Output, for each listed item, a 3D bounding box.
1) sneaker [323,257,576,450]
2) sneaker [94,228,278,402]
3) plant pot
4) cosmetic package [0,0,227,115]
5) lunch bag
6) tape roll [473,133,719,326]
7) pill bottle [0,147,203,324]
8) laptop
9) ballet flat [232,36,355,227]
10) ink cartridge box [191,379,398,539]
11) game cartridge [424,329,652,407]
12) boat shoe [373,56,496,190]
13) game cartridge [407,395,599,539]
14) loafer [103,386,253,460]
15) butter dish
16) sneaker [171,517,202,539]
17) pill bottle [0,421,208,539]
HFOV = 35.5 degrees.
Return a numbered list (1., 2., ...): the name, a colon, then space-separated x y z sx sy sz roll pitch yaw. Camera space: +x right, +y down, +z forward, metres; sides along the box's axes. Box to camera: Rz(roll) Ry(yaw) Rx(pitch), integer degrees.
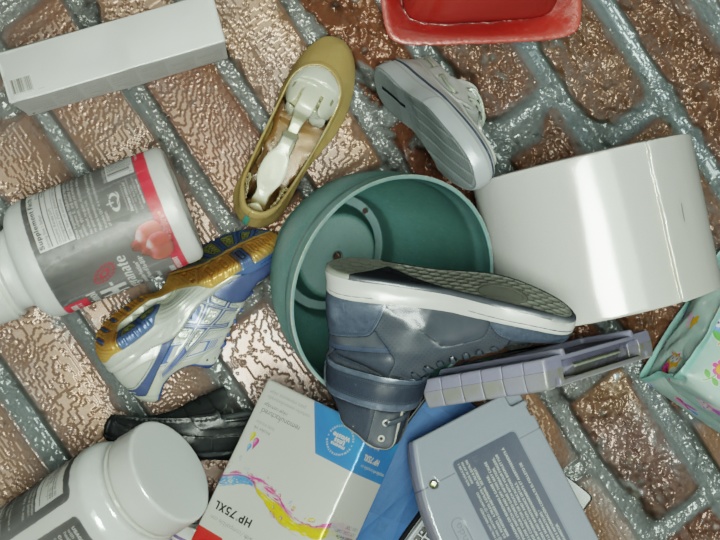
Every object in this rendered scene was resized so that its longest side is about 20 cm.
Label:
1. sneaker: 0.066 0.075 0.902 0.201 0.077 0.148 8 106 14
2. sneaker: -0.149 0.041 1.056 0.199 0.075 0.088 -35 119 -9
3. plant pot: 0.000 0.000 1.007 0.199 0.134 0.202 -9 110 -27
4. cosmetic package: -0.224 -0.198 1.033 0.198 0.083 0.051 -17 89 -6
5. lunch bag: 0.396 0.065 1.074 0.170 0.122 0.201 36 79 -2
6. tape roll: 0.212 -0.034 1.014 0.201 0.203 0.140 -13 91 -5
7. pill bottle: -0.252 -0.026 1.015 0.199 0.111 0.111 -22 92 -4
8. laptop: 0.094 0.233 1.045 0.199 0.116 0.188 37 88 2
9. ballet flat: -0.058 -0.131 1.057 0.068 0.063 0.201 25 88 -3
10. ink cartridge box: -0.065 0.212 0.970 0.116 0.067 0.201 20 80 29
11. game cartridge: 0.159 0.084 0.997 0.129 0.199 0.039 -9 89 39
12. boat shoe: 0.080 -0.147 1.016 0.066 0.200 0.074 -24 135 -11
13. game cartridge: 0.127 0.220 0.982 0.132 0.042 0.201 -24 80 -12
14. loafer: -0.138 0.144 1.052 0.199 0.068 0.071 5 82 -10
15. butter dish: 0.117 -0.318 1.030 0.198 0.148 0.202 -3 91 -5
16. sneaker: -0.098 0.307 1.057 0.199 0.073 0.115 16 93 5
17. pill bottle: -0.236 0.221 0.983 0.199 0.113 0.113 -34 93 21
